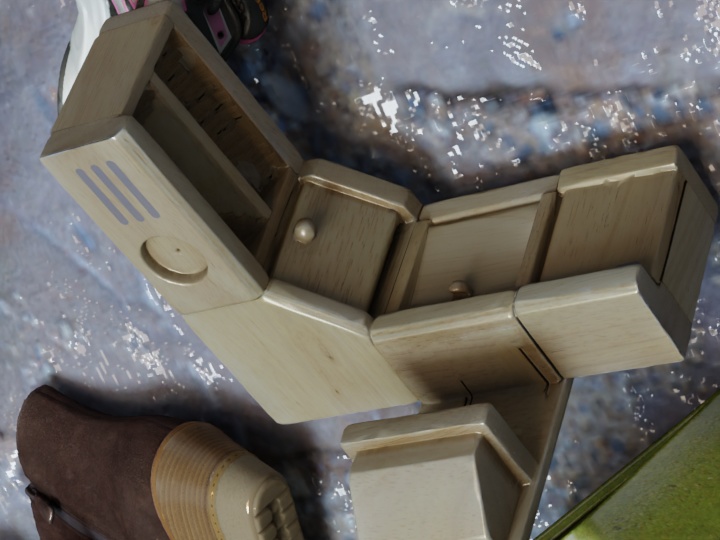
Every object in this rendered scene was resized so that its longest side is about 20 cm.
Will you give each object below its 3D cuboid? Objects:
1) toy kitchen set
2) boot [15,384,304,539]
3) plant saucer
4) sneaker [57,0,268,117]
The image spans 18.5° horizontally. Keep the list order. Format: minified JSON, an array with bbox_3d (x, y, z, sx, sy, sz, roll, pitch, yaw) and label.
[{"bbox_3d":[0.000,0.000,0.849,0.199,0.164,0.181,-12,133,34],"label":"toy kitchen set"},{"bbox_3d":[-0.089,0.157,1.099,0.166,0.072,0.201,13,122,39],"label":"boot"},{"bbox_3d":[0.090,0.122,0.874,0.048,0.199,0.200,49,128,6],"label":"plant saucer"},{"bbox_3d":[-0.079,-0.127,0.940,0.086,0.080,0.201,9,127,14],"label":"sneaker"}]
